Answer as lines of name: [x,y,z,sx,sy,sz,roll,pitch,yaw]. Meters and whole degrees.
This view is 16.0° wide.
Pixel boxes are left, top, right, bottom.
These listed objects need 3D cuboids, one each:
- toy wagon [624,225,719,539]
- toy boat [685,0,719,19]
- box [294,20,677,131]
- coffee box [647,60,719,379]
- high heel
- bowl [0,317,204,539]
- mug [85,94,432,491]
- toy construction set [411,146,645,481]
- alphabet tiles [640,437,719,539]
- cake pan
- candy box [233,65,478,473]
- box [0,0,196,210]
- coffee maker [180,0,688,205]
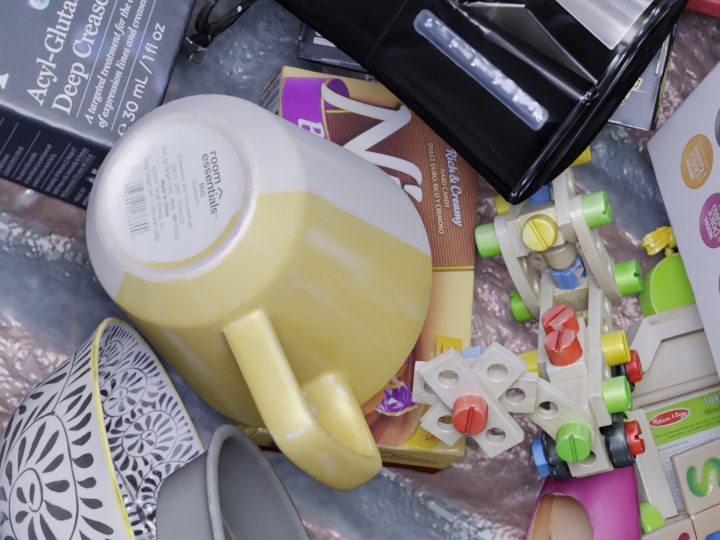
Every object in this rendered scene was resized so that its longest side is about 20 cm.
toy wagon: [0.199,0.072,1.420,0.154,0.040,0.201,-14,80,-21]
toy boat: [0.231,-0.177,1.456,0.199,0.131,0.131,21,63,34]
box: [0.076,-0.171,1.364,0.199,0.046,0.160,12,94,9]
coffee box: [0.304,-0.031,1.354,0.199,0.198,0.201,7,53,-30]
high heel: [0.090,0.163,1.333,0.096,0.067,0.201,18,72,-36]
bowl: [-0.128,0.133,1.238,0.094,0.201,0.202,-21,82,7]
mug: [-0.045,-0.005,1.237,0.186,0.153,0.150,31,86,27]
toy construction set: [0.098,0.031,1.322,0.132,0.092,0.200,68,31,-31]
alphabet tiles: [0.249,0.159,1.398,0.199,0.006,0.167,-19,96,-21]
cake pan: [-0.046,0.173,1.215,0.037,0.200,0.201,-20,81,9]
candy box: [0.000,0.000,1.365,0.116,0.056,0.201,9,74,-16]
box: [-0.190,-0.141,1.313,0.199,0.107,0.149,20,71,-11]
coffee maker: [0.041,-0.132,1.296,0.200,0.192,0.135,42,49,7]
